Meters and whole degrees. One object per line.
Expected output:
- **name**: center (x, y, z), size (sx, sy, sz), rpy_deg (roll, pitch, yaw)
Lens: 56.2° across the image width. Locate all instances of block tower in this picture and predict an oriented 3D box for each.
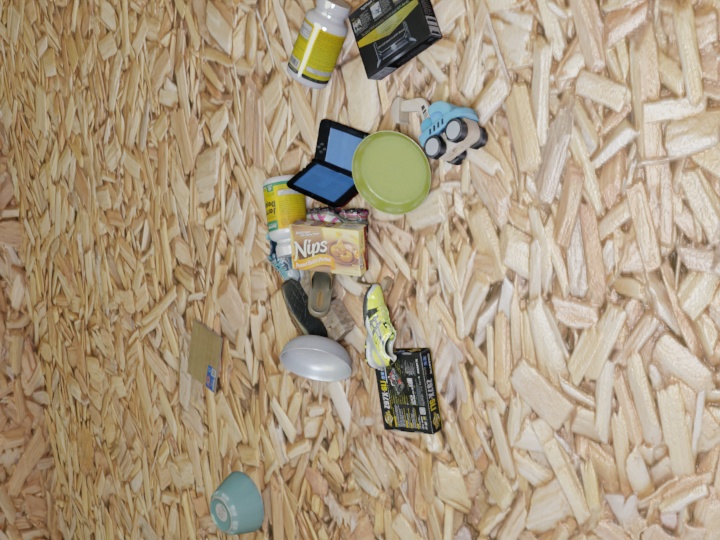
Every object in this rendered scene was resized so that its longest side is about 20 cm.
- **block tower**: center (-0.089, 0.086, 1.797), size (0.058, 0.053, 0.203), rpy_deg (-43, 70, 36)

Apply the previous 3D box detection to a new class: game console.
- **game console**: center (-0.072, -0.268, 1.668), size (0.197, 0.117, 0.177), rpy_deg (26, 115, 33)

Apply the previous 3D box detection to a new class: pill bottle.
- **pill bottle**: center (-0.195, -0.142, 1.792), size (0.111, 0.111, 0.206), rpy_deg (-10, 87, 41)
- **pill bottle**: center (-0.097, -0.557, 1.636), size (0.112, 0.111, 0.203), rpy_deg (43, 123, 25)

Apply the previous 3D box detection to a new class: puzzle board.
- **puzzle board**: center (-0.512, 0.282, 2.226), size (0.149, 0.017, 0.205), rpy_deg (26, 116, 33)

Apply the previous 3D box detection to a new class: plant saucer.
- **plant saucer**: center (0.074, -0.230, 1.570), size (0.195, 0.031, 0.205), rpy_deg (11, 121, 19)

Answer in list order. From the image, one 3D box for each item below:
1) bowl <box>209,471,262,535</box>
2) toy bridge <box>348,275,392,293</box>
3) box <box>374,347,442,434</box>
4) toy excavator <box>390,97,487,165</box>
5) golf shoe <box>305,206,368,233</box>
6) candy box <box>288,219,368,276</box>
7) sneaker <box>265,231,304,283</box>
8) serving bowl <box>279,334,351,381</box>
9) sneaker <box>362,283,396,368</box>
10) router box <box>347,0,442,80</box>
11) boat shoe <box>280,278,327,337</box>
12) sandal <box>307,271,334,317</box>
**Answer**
- **bowl**: center (-0.414, 0.769, 2.182), size (0.197, 0.104, 0.207), rpy_deg (10, 106, 38)
- **toy bridge**: center (0.000, 0.000, 1.721), size (0.199, 0.027, 0.068), rpy_deg (40, 124, 28)
- **box**: center (0.115, 0.296, 1.668), size (0.157, 0.049, 0.206), rpy_deg (-6, 95, 44)
- **toy excavator**: center (0.164, -0.329, 1.485), size (0.193, 0.098, 0.205), rpy_deg (-33, 64, 41)
- **golf shoe**: center (-0.065, -0.116, 1.723), size (0.196, 0.072, 0.095), rpy_deg (11, 107, 38)
- **candy box**: center (-0.079, -0.058, 1.678), size (0.195, 0.055, 0.119), rpy_deg (7, 111, 25)
- **sneaker**: center (-0.216, -0.020, 1.863), size (0.077, 0.085, 0.205), rpy_deg (-18, 86, 41)
- **serving bowl**: center (-0.113, 0.223, 1.785), size (0.197, 0.199, 0.067), rpy_deg (-21, 45, 40)
- **sneaker**: center (0.053, 0.135, 1.648), size (0.075, 0.075, 0.206), rpy_deg (-5, 89, 33)
- **router box**: center (0.075, -0.552, 1.528), size (0.197, 0.052, 0.161), rpy_deg (-21, 84, 41)
- **boat shoe**: center (-0.166, 0.123, 1.837), size (0.073, 0.075, 0.204), rpy_deg (-13, 107, 51)
- **sandal**: center (-0.104, 0.018, 1.752), size (0.054, 0.078, 0.206), rpy_deg (95, 176, -70)
